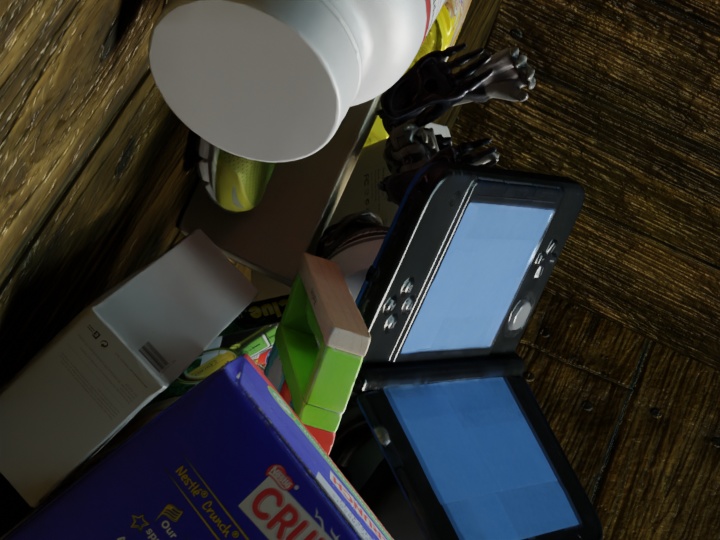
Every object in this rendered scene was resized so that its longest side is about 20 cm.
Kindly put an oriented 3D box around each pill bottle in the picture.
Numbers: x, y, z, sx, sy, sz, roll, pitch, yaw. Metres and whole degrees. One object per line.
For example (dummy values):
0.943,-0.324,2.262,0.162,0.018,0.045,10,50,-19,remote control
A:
-0.012,-0.143,0.876,0.113,0.112,0.201,110,6,-51,pill bottle

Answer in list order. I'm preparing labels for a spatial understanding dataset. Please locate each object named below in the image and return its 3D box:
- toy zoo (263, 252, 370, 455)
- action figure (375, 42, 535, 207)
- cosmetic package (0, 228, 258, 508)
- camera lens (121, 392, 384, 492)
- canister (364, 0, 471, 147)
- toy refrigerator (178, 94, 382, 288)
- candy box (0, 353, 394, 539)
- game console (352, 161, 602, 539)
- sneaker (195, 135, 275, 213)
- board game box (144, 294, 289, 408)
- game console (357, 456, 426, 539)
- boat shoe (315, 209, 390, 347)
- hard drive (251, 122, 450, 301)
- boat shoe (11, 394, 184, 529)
-0.045,0.102,0.989,0.131,0.020,0.202,-117,-135,-74,toy zoo
0.057,-0.064,1.173,0.200,0.101,0.120,58,22,-85,action figure
-0.110,0.039,0.946,0.083,0.051,0.200,-44,-178,13,cosmetic package
-0.050,0.146,1.165,0.199,0.160,0.161,-7,-133,44,camera lens
0.020,-0.159,1.476,0.200,0.086,0.149,-62,175,-67,canister
-0.030,-0.097,1.213,0.070,0.075,0.201,80,33,-84,toy refrigerator
-0.079,0.162,0.891,0.199,0.170,0.077,-38,-178,7,candy box
0.081,0.048,1.056,0.200,0.118,0.172,0,118,-63,game console
-0.024,-0.109,1.092,0.078,0.090,0.201,-62,177,-62,sneaker
-0.099,0.084,1.285,0.201,0.104,0.024,108,-35,-55,board game box
0.006,0.221,1.068,0.200,0.176,0.116,-52,-164,-27,game console
0.000,0.000,1.203,0.200,0.069,0.067,88,-8,-75,boat shoe
-0.009,-0.009,1.355,0.199,0.026,0.133,-19,-113,53,hard drive
-0.140,0.139,0.993,0.200,0.076,0.074,-50,172,19,boat shoe
